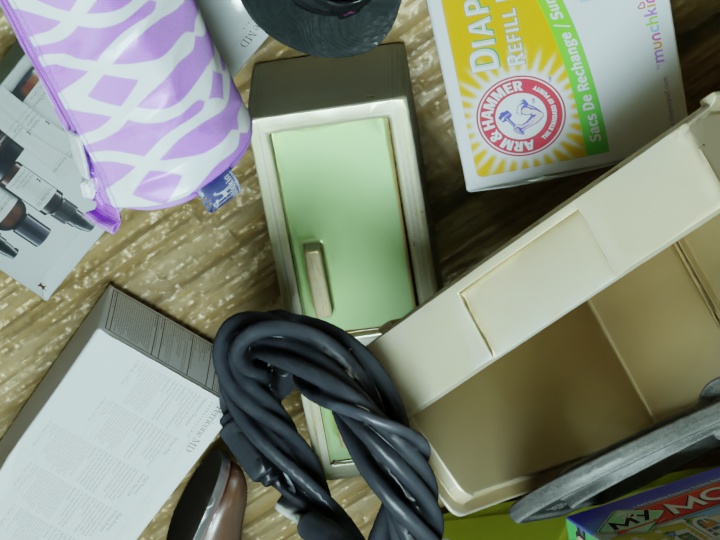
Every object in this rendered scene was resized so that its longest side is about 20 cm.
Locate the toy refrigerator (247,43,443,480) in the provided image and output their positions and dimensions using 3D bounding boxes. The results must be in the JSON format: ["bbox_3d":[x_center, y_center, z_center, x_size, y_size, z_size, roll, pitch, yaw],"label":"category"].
[{"bbox_3d":[0.000,0.000,1.039,0.076,0.070,0.201,-7,119,4],"label":"toy refrigerator"}]

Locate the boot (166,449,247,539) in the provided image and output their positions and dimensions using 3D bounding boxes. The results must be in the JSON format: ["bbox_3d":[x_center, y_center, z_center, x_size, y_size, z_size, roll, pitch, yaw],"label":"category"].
[{"bbox_3d":[-0.012,0.192,1.153,0.199,0.064,0.187,12,118,-10],"label":"boot"}]

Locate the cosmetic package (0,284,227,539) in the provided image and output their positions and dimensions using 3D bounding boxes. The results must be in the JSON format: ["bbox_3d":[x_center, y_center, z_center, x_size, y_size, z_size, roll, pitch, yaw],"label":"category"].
[{"bbox_3d":[-0.147,0.109,1.110,0.082,0.051,0.200,32,115,-14],"label":"cosmetic package"}]

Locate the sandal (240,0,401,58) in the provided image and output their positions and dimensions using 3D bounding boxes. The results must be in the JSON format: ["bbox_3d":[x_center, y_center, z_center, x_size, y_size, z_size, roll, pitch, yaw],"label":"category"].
[{"bbox_3d":[-0.021,-0.151,0.876,0.075,0.048,0.201,-17,140,-4],"label":"sandal"}]

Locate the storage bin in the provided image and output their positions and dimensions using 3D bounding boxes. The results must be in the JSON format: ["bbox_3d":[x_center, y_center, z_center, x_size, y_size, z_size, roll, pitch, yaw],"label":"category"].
[{"bbox_3d":[0.136,0.010,0.944,0.200,0.198,0.094,-36,76,34],"label":"storage bin"}]

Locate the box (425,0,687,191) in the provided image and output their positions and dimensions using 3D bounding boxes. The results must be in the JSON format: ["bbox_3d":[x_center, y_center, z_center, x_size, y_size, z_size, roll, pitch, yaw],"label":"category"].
[{"bbox_3d":[0.074,-0.151,0.931,0.101,0.113,0.201,-11,120,5],"label":"box"}]

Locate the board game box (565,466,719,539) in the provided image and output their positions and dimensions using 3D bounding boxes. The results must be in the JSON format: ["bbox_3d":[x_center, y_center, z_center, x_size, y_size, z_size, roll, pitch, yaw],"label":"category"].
[{"bbox_3d":[0.206,0.108,0.930,0.199,0.135,0.029,-16,105,-16],"label":"board game box"}]

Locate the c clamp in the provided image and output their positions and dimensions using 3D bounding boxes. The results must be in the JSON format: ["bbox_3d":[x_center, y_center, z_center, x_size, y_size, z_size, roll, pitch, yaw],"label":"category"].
[{"bbox_3d":[0.149,0.072,0.964,0.170,0.200,0.027,-26,80,17],"label":"c clamp"}]

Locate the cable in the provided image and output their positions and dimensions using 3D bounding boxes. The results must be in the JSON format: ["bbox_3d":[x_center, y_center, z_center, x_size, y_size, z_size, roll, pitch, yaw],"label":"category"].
[{"bbox_3d":[-0.015,0.093,0.960,0.051,0.200,0.164,-23,86,-18],"label":"cable"}]

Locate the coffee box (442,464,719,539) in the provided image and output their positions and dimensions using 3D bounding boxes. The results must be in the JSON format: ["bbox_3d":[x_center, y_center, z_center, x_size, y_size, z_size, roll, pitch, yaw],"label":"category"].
[{"bbox_3d":[0.117,0.243,1.064,0.199,0.200,0.198,-14,122,38],"label":"coffee box"}]

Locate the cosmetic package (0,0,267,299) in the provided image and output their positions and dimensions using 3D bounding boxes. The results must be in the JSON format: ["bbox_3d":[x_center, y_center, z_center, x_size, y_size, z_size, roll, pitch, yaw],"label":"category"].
[{"bbox_3d":[-0.117,-0.086,0.994,0.082,0.051,0.200,34,113,-19],"label":"cosmetic package"}]

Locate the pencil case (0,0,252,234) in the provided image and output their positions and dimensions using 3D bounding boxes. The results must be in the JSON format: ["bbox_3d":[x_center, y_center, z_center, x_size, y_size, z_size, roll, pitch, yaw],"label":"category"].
[{"bbox_3d":[-0.117,-0.113,0.883,0.085,0.084,0.200,-35,124,-14],"label":"pencil case"}]
